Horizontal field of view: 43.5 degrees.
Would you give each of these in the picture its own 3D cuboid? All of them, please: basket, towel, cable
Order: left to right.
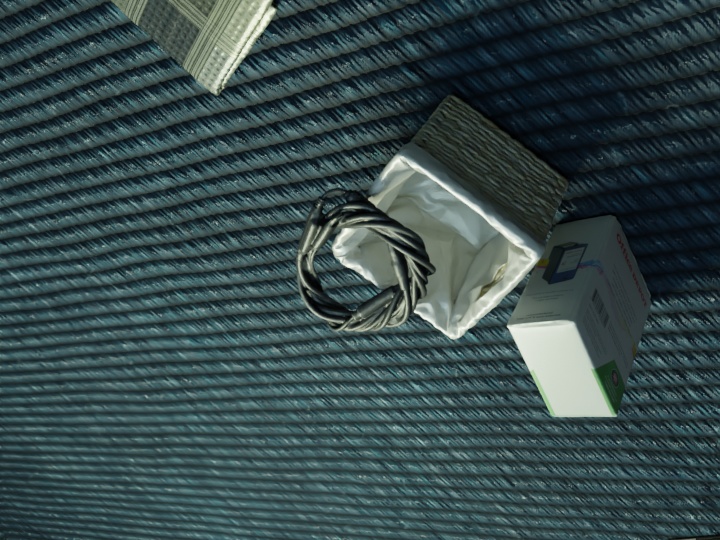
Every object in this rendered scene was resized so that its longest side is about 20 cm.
[{"bbox_3d":[-0.207,-0.343,1.122,0.193,0.035,0.200,42,138,-5],"label":"towel"},{"bbox_3d":[0.000,0.000,1.061,0.163,0.051,0.200,25,132,3],"label":"cable"},{"bbox_3d":[0.107,-0.065,1.082,0.200,0.161,0.198,35,136,-2],"label":"basket"}]

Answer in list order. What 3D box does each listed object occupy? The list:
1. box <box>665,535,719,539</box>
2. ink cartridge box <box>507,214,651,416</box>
[{"bbox_3d":[0.575,0.482,1.380,0.143,0.036,0.200,-21,114,41],"label":"box"},{"bbox_3d":[0.265,0.052,1.066,0.087,0.200,0.145,-8,124,39],"label":"ink cartridge box"}]
